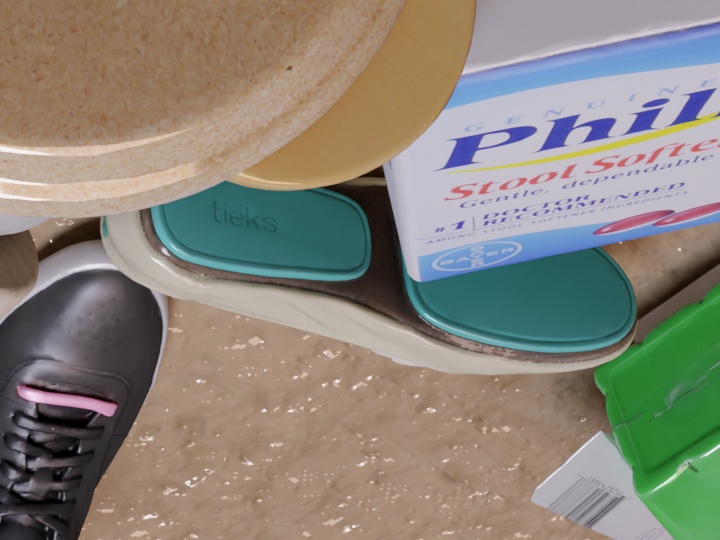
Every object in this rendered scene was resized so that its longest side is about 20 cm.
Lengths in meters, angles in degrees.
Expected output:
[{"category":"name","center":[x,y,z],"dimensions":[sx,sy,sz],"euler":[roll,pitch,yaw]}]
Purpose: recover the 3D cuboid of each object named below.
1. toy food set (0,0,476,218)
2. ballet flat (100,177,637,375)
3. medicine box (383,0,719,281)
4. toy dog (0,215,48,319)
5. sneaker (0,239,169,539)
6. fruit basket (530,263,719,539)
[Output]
[{"category":"toy food set","center":[-0.073,-0.111,0.714],"dimensions":[0.200,0.198,0.049],"euler":[-9,173,-8]},{"category":"ballet flat","center":[0.000,0.000,1.007],"dimensions":[0.200,0.070,0.070],"euler":[15,130,-23]},{"category":"medicine box","center":[0.089,-0.084,0.848],"dimensions":[0.182,0.103,0.200],"euler":[-12,166,0]},{"category":"toy dog","center":[-0.149,-0.079,0.887],"dimensions":[0.132,0.096,0.200],"euler":[-23,120,16]},{"category":"sneaker","center":[-0.117,0.084,1.033],"dimensions":[0.071,0.099,0.200],"euler":[15,129,-22]},{"category":"fruit basket","center":[0.187,0.058,1.097],"dimensions":[0.185,0.094,0.200],"euler":[-37,146,24]}]
